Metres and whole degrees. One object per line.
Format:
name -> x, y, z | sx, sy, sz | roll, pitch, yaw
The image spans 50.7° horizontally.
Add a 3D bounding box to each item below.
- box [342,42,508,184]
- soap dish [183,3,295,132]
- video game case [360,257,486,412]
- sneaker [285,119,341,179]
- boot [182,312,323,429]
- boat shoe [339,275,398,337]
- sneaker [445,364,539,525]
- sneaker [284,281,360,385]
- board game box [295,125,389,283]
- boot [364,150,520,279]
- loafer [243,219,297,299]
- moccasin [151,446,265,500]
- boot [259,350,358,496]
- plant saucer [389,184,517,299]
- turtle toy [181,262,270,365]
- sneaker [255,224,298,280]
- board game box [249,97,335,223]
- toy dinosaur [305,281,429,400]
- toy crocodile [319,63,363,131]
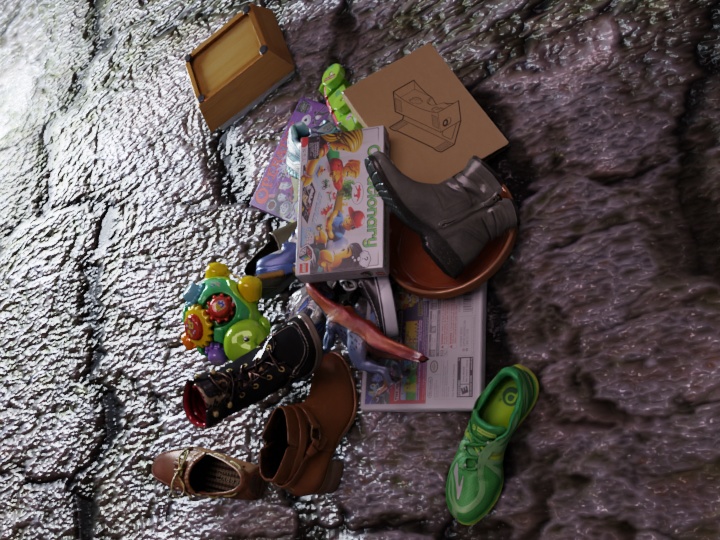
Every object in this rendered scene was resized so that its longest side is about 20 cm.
box -> 0.091, -0.215, 1.084 | 0.161, 0.021, 0.202 | -30, 71, -12
soap dish -> -0.223, -0.369, 1.367 | 0.197, 0.081, 0.160 | -32, 58, 16
video game case -> 0.087, 0.090, 1.042 | 0.178, 0.023, 0.206 | -6, 70, 29
sneaker -> -0.045, -0.173, 1.125 | 0.197, 0.077, 0.089 | 17, 123, 39
boot -> -0.139, 0.131, 0.967 | 0.075, 0.148, 0.200 | 61, 146, 8
boat shoe -> 0.000, -0.001, 1.045 | 0.066, 0.074, 0.205 | -17, 80, -2
sneaker -> 0.149, 0.204, 0.923 | 0.073, 0.083, 0.204 | 20, 83, 34
sneaker -> -0.076, 0.075, 1.126 | 0.084, 0.077, 0.202 | 27, 79, 45
board game box -> -0.023, -0.090, 1.026 | 0.123, 0.035, 0.206 | -6, 71, 17
boot -> 0.105, -0.101, 0.967 | 0.130, 0.201, 0.068 | -42, 12, -3
loafer -> -0.103, -0.035, 1.175 | 0.200, 0.069, 0.076 | -43, 56, 10
moccasin -> -0.236, 0.302, 1.124 | 0.197, 0.077, 0.076 | 7, 75, 33
boot -> -0.075, 0.195, 1.019 | 0.075, 0.155, 0.206 | 1, 72, 31
plant saucer -> 0.122, -0.050, 1.048 | 0.195, 0.032, 0.205 | -15, 53, 20
turtle toy -> -0.202, 0.082, 1.141 | 0.197, 0.100, 0.150 | 20, 113, 35
sneaker -> -0.071, -0.054, 1.117 | 0.196, 0.075, 0.090 | -24, 95, -12
board game box -> -0.095, -0.179, 1.252 | 0.118, 0.032, 0.204 | 21, 84, 39
toy dinosaur -> -0.001, 0.071, 1.006 | 0.199, 0.104, 0.184 | -41, 80, 40
toy crocodile -> -0.024, -0.255, 1.174 | 0.061, 0.067, 0.203 | -39, 42, 19
